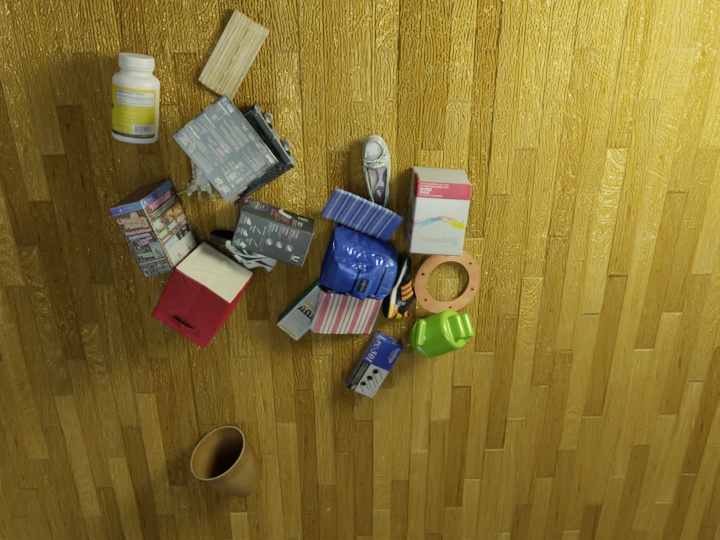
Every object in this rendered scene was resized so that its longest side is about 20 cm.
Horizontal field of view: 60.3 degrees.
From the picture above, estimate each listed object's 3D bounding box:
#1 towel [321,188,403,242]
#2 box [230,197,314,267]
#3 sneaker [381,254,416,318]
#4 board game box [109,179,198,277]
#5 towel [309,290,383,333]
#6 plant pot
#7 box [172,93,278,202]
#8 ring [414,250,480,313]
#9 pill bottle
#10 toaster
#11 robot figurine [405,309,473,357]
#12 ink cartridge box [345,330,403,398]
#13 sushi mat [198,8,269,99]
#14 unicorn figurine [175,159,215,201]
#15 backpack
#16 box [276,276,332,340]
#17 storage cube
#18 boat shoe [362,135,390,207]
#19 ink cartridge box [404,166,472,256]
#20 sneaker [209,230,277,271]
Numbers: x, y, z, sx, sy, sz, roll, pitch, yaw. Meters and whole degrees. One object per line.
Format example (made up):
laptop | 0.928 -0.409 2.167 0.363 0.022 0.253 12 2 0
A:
towel | 0.003 -0.144 1.660 0.199 0.024 0.145 22 151 -10
box | -0.233 -0.103 1.662 0.199 0.122 0.106 18 111 -9
sneaker | 0.125 0.047 1.778 0.090 0.070 0.201 5 114 -23
board game box | -0.533 -0.111 1.621 0.096 0.160 0.201 -11 114 17
towel | -0.038 0.119 1.784 0.199 0.030 0.147 4 125 -26
plant pot | -0.408 0.631 1.968 0.186 0.187 0.200 -20 127 7
box | -0.318 -0.289 1.471 0.160 0.044 0.200 -39 110 1
ring | 0.248 0.030 1.778 0.199 0.019 0.201 -5 114 -11
pill bottle | -0.549 -0.422 1.517 0.111 0.111 0.201 8 113 -5
toaster | -0.285 -0.299 1.575 0.200 0.119 0.181 -31 111 11
robot figurine | 0.225 0.184 1.786 0.200 0.175 0.116 -27 75 40
ink cartridge box | 0.041 0.287 1.886 0.094 0.044 0.200 24 111 -14
sushi mat | -0.314 -0.529 1.529 0.095 0.012 0.200 30 110 -16
unicorn figurine | -0.411 -0.237 1.582 0.074 0.138 0.201 3 127 -28
backpack | 0.000 0.000 1.693 0.199 0.168 0.163 16 125 -10
box | -0.147 0.107 1.798 0.082 0.049 0.200 41 107 -19
storage cube | -0.423 0.062 1.675 0.171 0.200 0.180 33 120 -4
boat shoe | 0.045 -0.253 1.634 0.074 0.065 0.203 -3 114 0
ink cartridge box | 0.202 -0.156 1.638 0.144 0.145 0.201 3 114 -3
sneaker | -0.326 -0.048 1.710 0.199 0.074 0.089 19 111 -10
